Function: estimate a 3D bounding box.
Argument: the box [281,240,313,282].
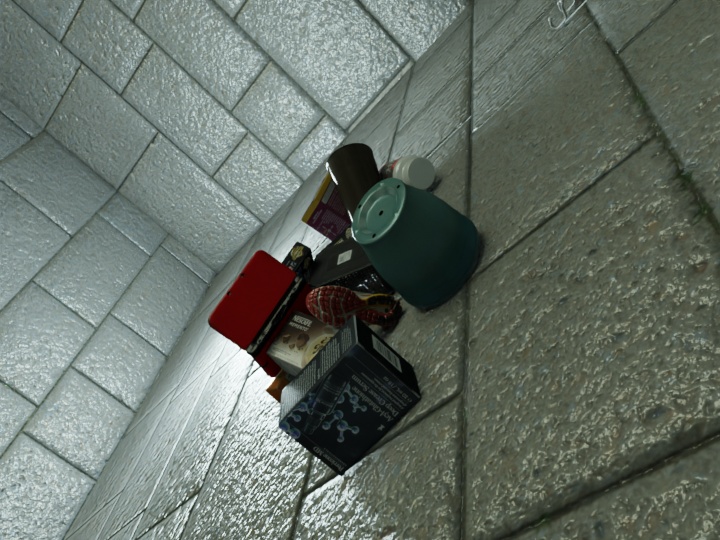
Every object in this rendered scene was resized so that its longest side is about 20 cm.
[{"bbox_3d":[-0.175,0.067,1.512,0.201,0.049,0.202,-58,-18,-25],"label":"box"}]

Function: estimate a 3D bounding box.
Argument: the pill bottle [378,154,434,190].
[{"bbox_3d":[0.123,-0.248,1.705,0.112,0.110,0.199,-53,16,-12],"label":"pill bottle"}]

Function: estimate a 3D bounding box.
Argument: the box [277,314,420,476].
[{"bbox_3d":[-0.022,0.209,1.063,0.200,0.148,0.108,-47,16,13],"label":"box"}]

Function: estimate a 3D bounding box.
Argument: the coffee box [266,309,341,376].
[{"bbox_3d":[-0.084,0.170,1.294,0.197,0.080,0.114,16,63,42],"label":"coffee box"}]

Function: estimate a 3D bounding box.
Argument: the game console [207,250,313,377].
[{"bbox_3d":[-0.203,0.095,1.376,0.116,0.174,0.202,20,65,31],"label":"game console"}]

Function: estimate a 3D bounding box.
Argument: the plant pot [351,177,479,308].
[{"bbox_3d":[0.089,-0.063,1.176,0.197,0.186,0.205,-29,44,32],"label":"plant pot"}]

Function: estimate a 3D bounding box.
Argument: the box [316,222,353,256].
[{"bbox_3d":[0.004,-0.077,1.610,0.198,0.050,0.161,-20,-16,-49],"label":"box"}]

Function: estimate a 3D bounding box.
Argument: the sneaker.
[{"bbox_3d":[-0.018,0.079,1.291,0.082,0.194,0.080,171,109,-74],"label":"sneaker"}]

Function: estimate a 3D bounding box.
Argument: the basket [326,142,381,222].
[{"bbox_3d":[0.004,-0.210,1.698,0.133,0.205,0.180,-24,-18,9],"label":"basket"}]

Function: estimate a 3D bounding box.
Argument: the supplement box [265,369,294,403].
[{"bbox_3d":[-0.133,0.200,1.428,0.066,0.069,0.202,-23,30,52],"label":"supplement box"}]

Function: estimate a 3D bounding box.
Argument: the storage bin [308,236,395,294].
[{"bbox_3d":[-0.011,0.000,1.456,0.196,0.095,0.137,-21,34,22],"label":"storage bin"}]

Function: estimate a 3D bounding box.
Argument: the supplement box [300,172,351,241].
[{"bbox_3d":[-0.049,-0.156,1.791,0.104,0.197,0.132,-49,11,44],"label":"supplement box"}]

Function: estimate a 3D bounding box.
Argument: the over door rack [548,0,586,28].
[{"bbox_3d":[0.566,-0.715,1.590,0.150,0.066,0.199,-58,18,-21],"label":"over door rack"}]
